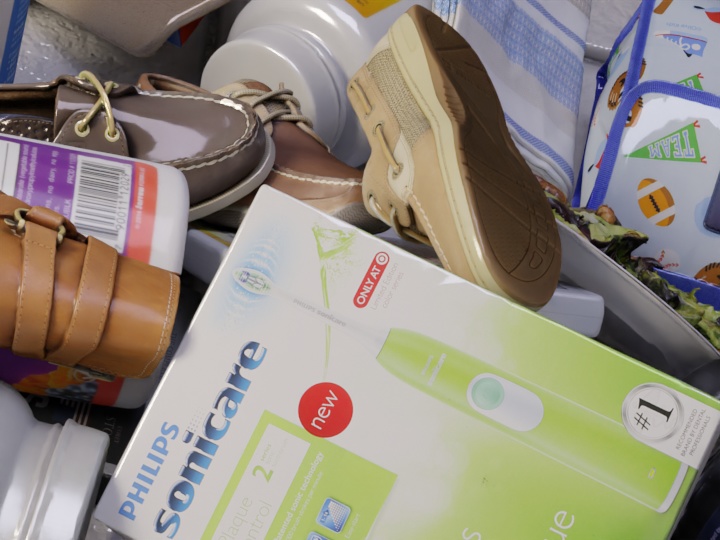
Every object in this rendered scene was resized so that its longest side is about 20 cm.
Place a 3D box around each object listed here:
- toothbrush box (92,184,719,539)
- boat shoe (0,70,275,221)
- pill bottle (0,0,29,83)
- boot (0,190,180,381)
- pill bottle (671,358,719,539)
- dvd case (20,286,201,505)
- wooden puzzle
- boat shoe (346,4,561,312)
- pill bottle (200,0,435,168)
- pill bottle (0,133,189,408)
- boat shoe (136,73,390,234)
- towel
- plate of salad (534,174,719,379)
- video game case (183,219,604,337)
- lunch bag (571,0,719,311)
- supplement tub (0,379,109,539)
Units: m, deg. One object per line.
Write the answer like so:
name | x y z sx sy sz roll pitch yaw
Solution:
toothbrush box | 0.021 0.080 0.870 0.199 0.086 0.146 26 80 12
boat shoe | -0.141 -0.061 1.067 0.198 0.060 0.072 -4 47 4
pill bottle | -0.219 -0.148 1.124 0.111 0.201 0.113 13 35 -9
boot | -0.147 0.010 0.839 0.154 0.077 0.200 21 4 -2
pill bottle | 0.211 0.135 1.021 0.111 0.112 0.200 -10 45 -35
dvd case | -0.181 0.035 1.049 0.198 0.025 0.151 15 36 -5
wooden puzzle | -0.100 -0.197 1.330 0.200 0.047 0.185 -35 44 -26
boat shoe | 0.038 -0.039 1.030 0.071 0.064 0.201 36 25 -33
pill bottle | -0.003 -0.123 1.270 0.109 0.110 0.200 32 37 19
pill bottle | -0.183 -0.009 0.990 0.198 0.112 0.112 11 36 -11
boat shoe | -0.059 -0.061 1.129 0.199 0.072 0.075 15 9 42
towel | 0.093 -0.155 1.292 0.147 0.024 0.201 36 56 -45
plate of salad | 0.117 -0.006 1.132 0.200 0.048 0.200 38 -3 3
video game case | 0.000 0.000 1.098 0.181 0.023 0.200 7 6 -16
lunch bag | 0.213 -0.058 1.279 0.169 0.124 0.201 19 48 0
supplement tub | -0.207 0.094 0.855 0.199 0.141 0.141 16 35 -3
